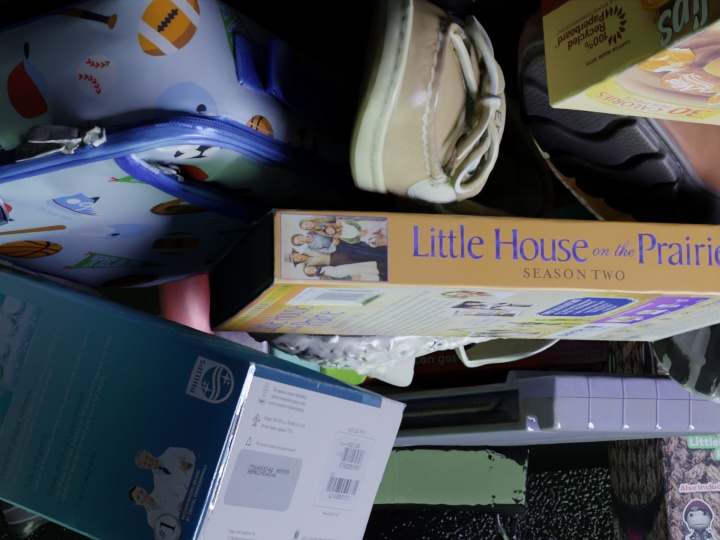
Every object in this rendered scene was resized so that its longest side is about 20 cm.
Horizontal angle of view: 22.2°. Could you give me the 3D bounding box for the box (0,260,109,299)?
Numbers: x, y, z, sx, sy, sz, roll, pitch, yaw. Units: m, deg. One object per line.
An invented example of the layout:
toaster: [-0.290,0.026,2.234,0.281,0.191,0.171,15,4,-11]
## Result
box: [-0.133,0.073,0.998,0.200,0.095,0.078,34,176,11]

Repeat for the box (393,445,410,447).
box: [0.010,0.050,1.126,0.199,0.117,0.060,-4,171,-3]

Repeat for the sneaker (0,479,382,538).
sneaker: [-0.088,0.103,0.921,0.198,0.083,0.071,-1,-164,2]

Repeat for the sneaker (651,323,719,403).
sneaker: [0.173,0.016,0.873,0.084,0.075,0.200,22,-170,-28]

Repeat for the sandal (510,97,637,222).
sandal: [0.113,-0.038,0.818,0.210,0.070,0.078,-2,169,-7]

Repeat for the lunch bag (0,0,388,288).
lunch bag: [-0.080,-0.047,0.717,0.159,0.076,0.200,-10,168,23]

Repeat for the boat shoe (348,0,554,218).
boat shoe: [0.037,-0.051,0.680,0.063,0.074,0.201,9,167,10]

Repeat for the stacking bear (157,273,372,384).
stacking bear: [0.000,0.000,0.900,0.199,0.114,0.121,-7,167,-7]

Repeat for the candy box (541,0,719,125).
candy box: [0.175,-0.087,0.625,0.199,0.056,0.115,2,168,-29]

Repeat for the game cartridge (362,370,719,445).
game cartridge: [0.089,0.072,0.943,0.129,0.039,0.200,-1,174,-33]

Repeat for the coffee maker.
coffee maker: [0.017,0.124,1.307,0.199,0.193,0.135,-1,-175,0]

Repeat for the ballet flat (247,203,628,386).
ballet flat: [0.038,0.020,0.829,0.199,0.072,0.072,-10,171,-16]

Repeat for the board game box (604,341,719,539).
board game box: [0.201,0.070,1.052,0.096,0.201,0.159,-2,168,-3]

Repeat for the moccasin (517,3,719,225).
moccasin: [0.131,-0.058,0.723,0.201,0.078,0.073,28,167,-40]

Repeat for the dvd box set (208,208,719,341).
dvd box set: [0.049,0.005,0.716,0.199,0.030,0.146,2,171,-13]

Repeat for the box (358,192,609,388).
box: [0.033,0.017,1.008,0.199,0.096,0.100,-4,169,4]

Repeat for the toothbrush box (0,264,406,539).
toothbrush box: [-0.105,0.056,0.753,0.199,0.086,0.146,17,177,27]
